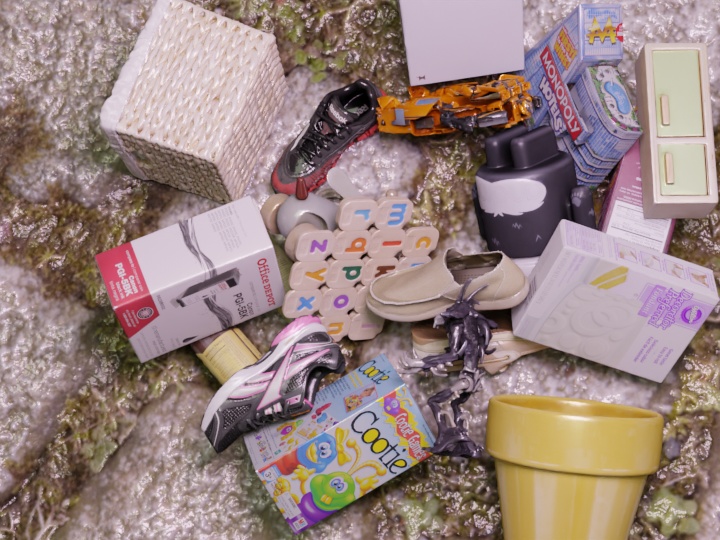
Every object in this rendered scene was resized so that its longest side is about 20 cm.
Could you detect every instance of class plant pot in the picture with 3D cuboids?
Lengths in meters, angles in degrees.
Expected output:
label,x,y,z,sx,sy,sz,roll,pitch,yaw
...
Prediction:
label,x,y,z,sx,sy,sz,roll,pitch,yaw
plant pot,0.239,0.248,1.417,0.200,0.201,0.189,5,91,7

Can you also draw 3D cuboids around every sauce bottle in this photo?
label,x,y,z,sx,sy,sz,roll,pitch,yaw
sauce bottle,-0.171,0.100,1.551,0.065,0.065,0.200,-40,73,-6

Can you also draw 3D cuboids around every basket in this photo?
label,x,y,z,sx,sy,sz,roll,pitch,yaw
basket,-0.207,-0.210,1.572,0.161,0.198,0.200,21,77,8

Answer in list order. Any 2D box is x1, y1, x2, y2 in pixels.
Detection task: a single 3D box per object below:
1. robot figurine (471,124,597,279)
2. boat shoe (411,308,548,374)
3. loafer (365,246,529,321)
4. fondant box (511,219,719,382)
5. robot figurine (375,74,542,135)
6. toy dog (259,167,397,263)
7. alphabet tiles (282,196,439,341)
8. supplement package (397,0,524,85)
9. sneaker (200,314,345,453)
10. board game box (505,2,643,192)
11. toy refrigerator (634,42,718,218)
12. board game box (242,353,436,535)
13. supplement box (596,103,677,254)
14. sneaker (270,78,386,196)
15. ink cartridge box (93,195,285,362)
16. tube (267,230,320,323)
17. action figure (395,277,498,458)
label,x,y,z,sx,sy,sz,roll,pitch,yaw
robot figurine,0.210,-0.076,1.509,0.125,0.150,0.200,-12,107,-1
boat shoe,0.161,0.092,1.526,0.200,0.072,0.065,-6,116,-10
loafer,0.099,0.010,1.467,0.200,0.068,0.076,-8,37,16
fondant box,0.299,0.038,1.456,0.200,0.144,0.058,17,37,-10
robot figurine,0.126,-0.207,1.546,0.200,0.145,0.058,0,109,36
toy dog,-0.031,-0.083,1.514,0.132,0.096,0.200,29,35,22
alphabet tiles,0.000,0.000,1.501,0.195,0.200,0.015,-4,32,-29
supplement package,0.120,-0.367,1.576,0.150,0.152,0.200,-8,51,3
sneaker,-0.100,0.146,1.450,0.200,0.080,0.086,-46,68,0
board game box,0.269,-0.224,1.515,0.062,0.200,0.200,-6,63,-20
toy refrigerator,0.374,-0.167,1.457,0.076,0.070,0.200,0,76,1
board game box,-0.023,0.206,1.468,0.200,0.105,0.103,-30,112,-3
supplement box,0.352,-0.092,1.532,0.086,0.110,0.200,17,77,6
sneaker,-0.044,-0.177,1.599,0.200,0.098,0.071,-43,77,-6
ink cartridge box,-0.198,0.012,1.476,0.200,0.147,0.083,-22,60,-7
tube,-0.111,0.005,1.583,0.058,0.052,0.200,-23,62,-45
action figure,0.099,0.111,1.405,0.102,0.119,0.200,-1,78,31
